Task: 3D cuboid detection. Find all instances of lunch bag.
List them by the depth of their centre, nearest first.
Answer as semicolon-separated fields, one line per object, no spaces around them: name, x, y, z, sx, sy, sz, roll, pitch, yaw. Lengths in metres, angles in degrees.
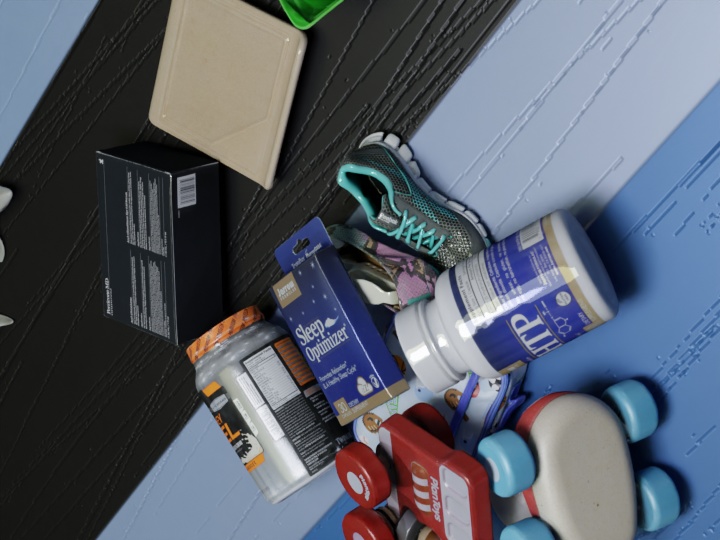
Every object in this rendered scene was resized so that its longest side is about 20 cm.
lunch bag;0.087;0.132;1.808;0.160;0.075;0.201;32;122;20

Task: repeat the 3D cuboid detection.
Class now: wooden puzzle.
wooden puzzle;-0.145;-0.212;1.883;0.199;0.037;0.186;32;121;28

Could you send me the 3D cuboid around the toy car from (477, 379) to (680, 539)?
toy car;0.185;0.206;1.733;0.200;0.183;0.179;0;107;64

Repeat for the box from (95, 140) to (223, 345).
box;-0.229;-0.034;1.955;0.140;0.078;0.202;17;114;40

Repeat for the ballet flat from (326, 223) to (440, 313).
ballet flat;0.000;0.000;1.791;0.199;0.071;0.070;24;126;47

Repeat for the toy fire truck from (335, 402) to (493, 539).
toy fire truck;0.070;0.242;1.712;0.167;0.112;0.202;32;139;43

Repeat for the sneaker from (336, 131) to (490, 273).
sneaker;0.049;-0.053;1.761;0.200;0.091;0.078;45;126;14

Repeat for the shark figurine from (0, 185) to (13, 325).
shark figurine;-0.509;-0.017;2.165;0.127;0.089;0.217;22;115;29

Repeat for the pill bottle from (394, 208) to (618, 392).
pill bottle;0.140;0.036;1.673;0.199;0.120;0.120;-29;88;17

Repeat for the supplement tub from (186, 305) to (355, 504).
supplement tub;-0.103;0.148;1.913;0.122;0.122;0.201;-38;82;37

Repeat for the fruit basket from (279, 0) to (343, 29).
fruit basket;-0.039;-0.344;1.661;0.215;0.215;0.156;-32;86;37

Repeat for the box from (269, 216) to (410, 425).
box;-0.031;0.055;1.778;0.201;0.032;0.121;63;148;5
